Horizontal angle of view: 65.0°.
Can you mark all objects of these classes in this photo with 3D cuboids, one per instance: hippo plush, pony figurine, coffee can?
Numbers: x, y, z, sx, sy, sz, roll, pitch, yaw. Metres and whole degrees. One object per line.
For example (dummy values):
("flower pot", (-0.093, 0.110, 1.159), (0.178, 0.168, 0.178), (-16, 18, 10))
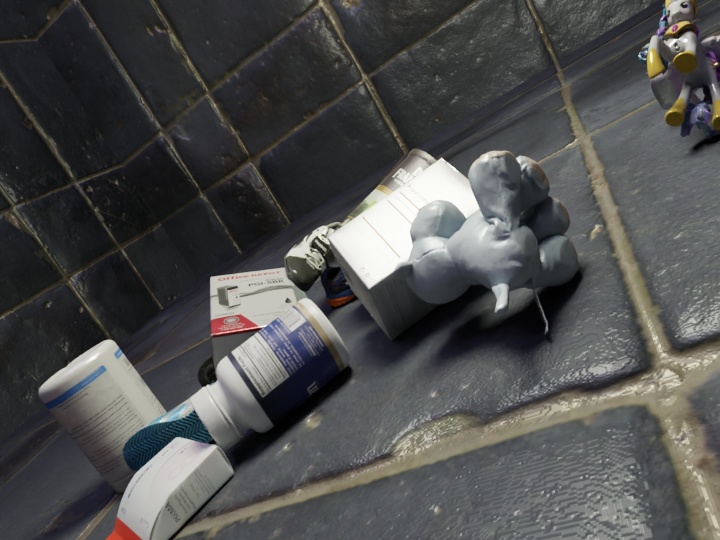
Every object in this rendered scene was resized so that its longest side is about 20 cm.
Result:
("hippo plush", (0.135, -0.014, 0.627), (0.159, 0.157, 0.205), (-22, 57, 45))
("pony figurine", (0.451, -0.271, 0.752), (0.165, 0.192, 0.203), (-22, 35, 48))
("coffee can", (0.065, -0.072, 0.921), (0.200, 0.147, 0.146), (-45, 14, -4))

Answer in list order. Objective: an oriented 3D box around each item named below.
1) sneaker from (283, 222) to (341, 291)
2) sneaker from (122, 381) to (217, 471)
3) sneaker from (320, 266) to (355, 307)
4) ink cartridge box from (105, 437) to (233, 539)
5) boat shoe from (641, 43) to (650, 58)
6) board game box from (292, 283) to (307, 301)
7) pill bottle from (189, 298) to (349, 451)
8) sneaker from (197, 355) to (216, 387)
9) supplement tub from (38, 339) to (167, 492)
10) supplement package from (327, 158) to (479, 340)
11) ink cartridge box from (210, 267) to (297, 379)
("sneaker", (-0.079, -0.039, 1.046), (0.088, 0.074, 0.201), (-36, 16, 26))
("sneaker", (-0.257, 0.234, 0.848), (0.197, 0.078, 0.081), (-28, 5, -9))
("sneaker", (0.000, 0.000, 1.041), (0.197, 0.079, 0.076), (-27, 14, 28))
("ink cartridge box", (-0.265, 0.293, 0.687), (0.199, 0.058, 0.161), (-37, 13, -35))
("boat shoe", (0.640, -0.456, 1.158), (0.072, 0.075, 0.201), (-28, 15, 20))
("board game box", (-0.199, 0.081, 1.271), (0.146, 0.065, 0.200), (-35, 12, -10))
("pill bottle", (-0.119, 0.139, 0.746), (0.198, 0.112, 0.111), (-37, 13, -15))
("sneaker", (-0.213, 0.145, 1.059), (0.197, 0.077, 0.091), (-31, 2, -7))
("supplement tub", (-0.389, 0.226, 0.888), (0.130, 0.203, 0.132), (-30, 12, 7))
("supplement package", (0.077, -0.030, 0.773), (0.198, 0.122, 0.120), (-34, 49, -9))
("ink cartridge box", (-0.176, 0.079, 0.940), (0.143, 0.085, 0.201), (-8, 27, -13))
